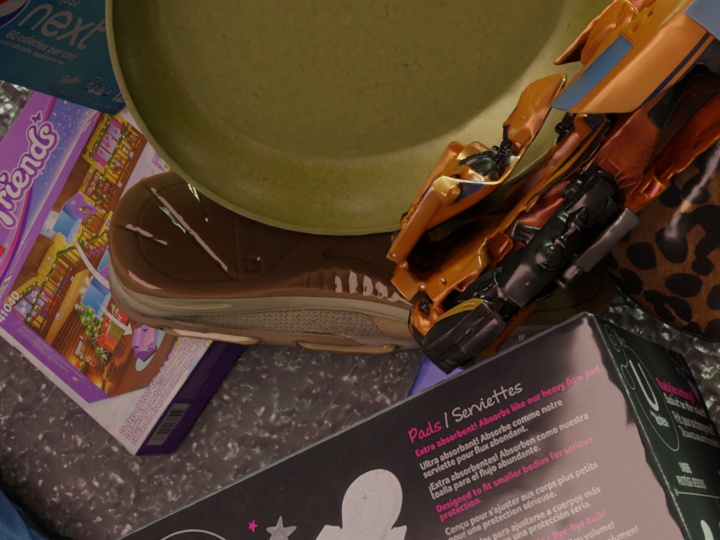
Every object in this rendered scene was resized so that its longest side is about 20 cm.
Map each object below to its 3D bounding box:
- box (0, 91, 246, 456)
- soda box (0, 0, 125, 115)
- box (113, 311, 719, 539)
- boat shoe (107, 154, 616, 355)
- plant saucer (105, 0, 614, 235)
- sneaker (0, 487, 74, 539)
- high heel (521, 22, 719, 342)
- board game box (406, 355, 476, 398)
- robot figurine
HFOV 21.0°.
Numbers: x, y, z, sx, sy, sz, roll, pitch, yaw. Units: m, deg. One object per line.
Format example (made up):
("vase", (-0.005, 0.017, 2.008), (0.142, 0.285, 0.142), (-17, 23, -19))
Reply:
("box", (-0.081, -0.041, 0.830), (0.137, 0.039, 0.200), (39, 99, 19))
("soda box", (-0.135, -0.117, 0.728), (0.064, 0.200, 0.068), (-40, 72, 13))
("box", (0.031, 0.110, 0.680), (0.199, 0.132, 0.115), (-26, 73, 17))
("boat shoe", (0.000, 0.000, 0.767), (0.199, 0.065, 0.073), (1, 65, -9))
("plant saucer", (0.006, -0.105, 0.691), (0.200, 0.200, 0.031), (-41, 35, 13))
("sneaker", (-0.171, 0.121, 0.831), (0.200, 0.078, 0.066), (41, 98, 17))
("high heel", (0.168, -0.070, 0.726), (0.199, 0.071, 0.143), (-29, 81, 20))
("board game box", (0.079, 0.160, 0.750), (0.199, 0.041, 0.200), (22, 94, 21))
("robot figurine", (0.081, -0.051, 0.661), (0.058, 0.145, 0.200), (43, 104, -5))
